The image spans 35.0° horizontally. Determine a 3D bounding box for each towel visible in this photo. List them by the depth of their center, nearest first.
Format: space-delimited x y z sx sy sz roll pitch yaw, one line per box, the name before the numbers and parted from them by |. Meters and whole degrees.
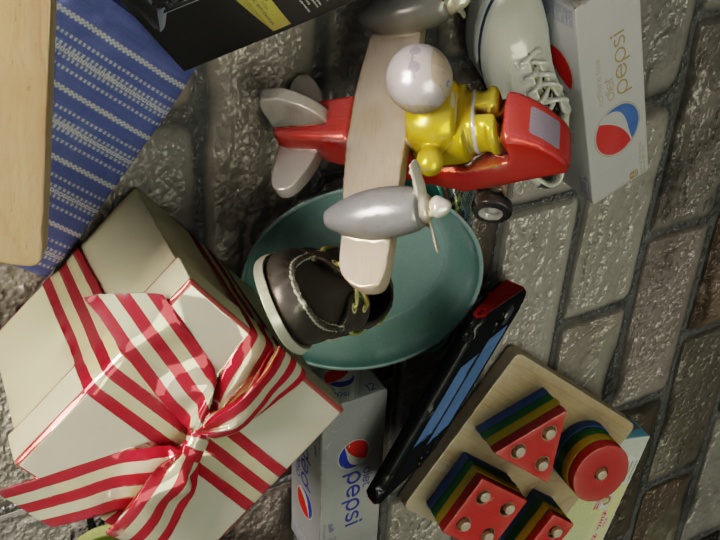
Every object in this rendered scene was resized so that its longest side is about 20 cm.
towel | -0.209 -0.099 0.757 0.144 0.024 0.201 28 103 -46

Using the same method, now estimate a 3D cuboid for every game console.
game console | 0.082 0.106 1.035 0.202 0.031 0.177 -62 170 17

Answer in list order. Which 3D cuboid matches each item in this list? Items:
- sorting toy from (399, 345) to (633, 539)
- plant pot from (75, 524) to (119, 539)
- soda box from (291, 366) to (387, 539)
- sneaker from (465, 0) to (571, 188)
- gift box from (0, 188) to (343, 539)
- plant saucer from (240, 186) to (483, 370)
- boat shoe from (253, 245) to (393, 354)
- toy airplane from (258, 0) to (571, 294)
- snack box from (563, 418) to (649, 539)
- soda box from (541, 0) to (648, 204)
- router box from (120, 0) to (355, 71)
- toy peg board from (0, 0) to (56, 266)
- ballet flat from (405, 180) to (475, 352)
sorting toy | 0.177 0.211 1.189 0.198 0.070 0.200 30 101 -32
plant pot | -0.152 0.325 0.999 0.202 0.200 0.189 -56 147 11
soda box | -0.022 0.177 1.052 0.067 0.063 0.203 -16 128 -25
sneaker | 0.139 -0.151 0.923 0.073 0.071 0.201 -35 138 -10
gift box | -0.149 0.076 0.789 0.185 0.187 0.199 -49 126 5
plant saucer | 0.000 0.000 0.925 0.196 0.036 0.202 -5 133 -5
boat shoe | -0.021 0.014 0.806 0.060 0.073 0.201 -21 175 10
toy airplane | 0.024 -0.108 0.789 0.198 0.201 0.142 -33 160 -16
snack box | 0.252 0.269 1.333 0.114 0.037 0.203 -1 120 -33
soda box | 0.197 -0.160 0.972 0.067 0.064 0.202 -29 134 -15
router box | -0.096 -0.222 0.668 0.155 0.053 0.200 -15 142 24
toy peg board | -0.265 -0.125 0.640 0.195 0.098 0.203 8 120 -6
ballet flat | 0.074 -0.019 0.987 0.073 0.074 0.203 -20 134 -22
